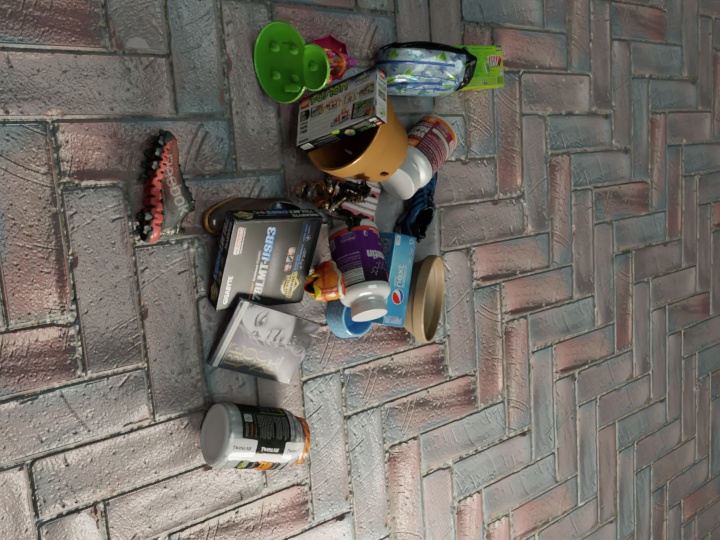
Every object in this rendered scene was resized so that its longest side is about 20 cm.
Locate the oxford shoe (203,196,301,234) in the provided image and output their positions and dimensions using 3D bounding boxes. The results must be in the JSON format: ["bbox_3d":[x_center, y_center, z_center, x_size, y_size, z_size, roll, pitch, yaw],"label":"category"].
[{"bbox_3d":[-0.209,-0.113,1.306,0.198,0.073,0.072,-17,104,-35],"label":"oxford shoe"}]

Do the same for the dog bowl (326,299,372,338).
[{"bbox_3d":[0.004,0.061,1.501,0.111,0.049,0.201,42,69,-32],"label":"dog bowl"}]

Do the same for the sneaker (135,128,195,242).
[{"bbox_3d":[-0.345,-0.148,1.201,0.097,0.070,0.203,4,94,-37],"label":"sneaker"}]

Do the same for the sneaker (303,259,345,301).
[{"bbox_3d":[-0.081,0.019,1.355,0.076,0.200,0.074,-6,95,-9],"label":"sneaker"}]

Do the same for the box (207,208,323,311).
[{"bbox_3d":[-0.185,-0.022,1.300,0.197,0.050,0.202,-5,124,-39],"label":"box"}]

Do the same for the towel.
[{"bbox_3d":[-0.012,-0.209,1.481,0.145,0.030,0.202,17,86,-37],"label":"towel"}]

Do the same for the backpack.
[{"bbox_3d":[0.131,-0.451,1.490,0.198,0.163,0.156,11,102,-31],"label":"backpack"}]

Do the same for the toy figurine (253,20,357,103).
[{"bbox_3d":[-0.079,-0.420,1.324,0.183,0.198,0.152,-26,124,-45],"label":"toy figurine"}]

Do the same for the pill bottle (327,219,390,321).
[{"bbox_3d":[0.000,0.000,1.412,0.111,0.112,0.202,2,67,-37],"label":"pill bottle"}]

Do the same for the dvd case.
[{"bbox_3d":[-0.193,0.147,1.349,0.199,0.016,0.150,22,102,-36],"label":"dvd case"}]

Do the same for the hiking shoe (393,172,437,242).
[{"bbox_3d":[0.153,-0.157,1.571,0.074,0.086,0.202,24,79,-36],"label":"hiking shoe"}]

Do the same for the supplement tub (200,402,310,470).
[{"bbox_3d":[-0.205,0.332,1.321,0.198,0.122,0.124,15,85,-37],"label":"supplement tub"}]

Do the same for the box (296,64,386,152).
[{"bbox_3d":[-0.038,-0.311,1.294,0.035,0.198,0.111,25,61,-48],"label":"box"}]

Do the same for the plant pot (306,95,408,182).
[{"bbox_3d":[0.007,-0.270,1.359,0.139,0.199,0.202,24,79,-48],"label":"plant pot"}]

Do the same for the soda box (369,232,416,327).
[{"bbox_3d":[0.067,0.020,1.472,0.064,0.067,0.203,10,88,-37],"label":"soda box"}]

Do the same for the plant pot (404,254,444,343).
[{"bbox_3d":[0.130,0.062,1.550,0.201,0.092,0.204,7,90,-70],"label":"plant pot"}]

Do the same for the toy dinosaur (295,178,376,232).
[{"bbox_3d":[-0.046,-0.158,1.374,0.199,0.135,0.103,-31,135,-45],"label":"toy dinosaur"}]

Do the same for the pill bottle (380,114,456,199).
[{"bbox_3d":[0.131,-0.258,1.515,0.200,0.109,0.110,-51,122,-33],"label":"pill bottle"}]

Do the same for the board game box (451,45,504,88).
[{"bbox_3d":[0.274,-0.505,1.657,0.198,0.047,0.103,-14,102,-36],"label":"board game box"}]
